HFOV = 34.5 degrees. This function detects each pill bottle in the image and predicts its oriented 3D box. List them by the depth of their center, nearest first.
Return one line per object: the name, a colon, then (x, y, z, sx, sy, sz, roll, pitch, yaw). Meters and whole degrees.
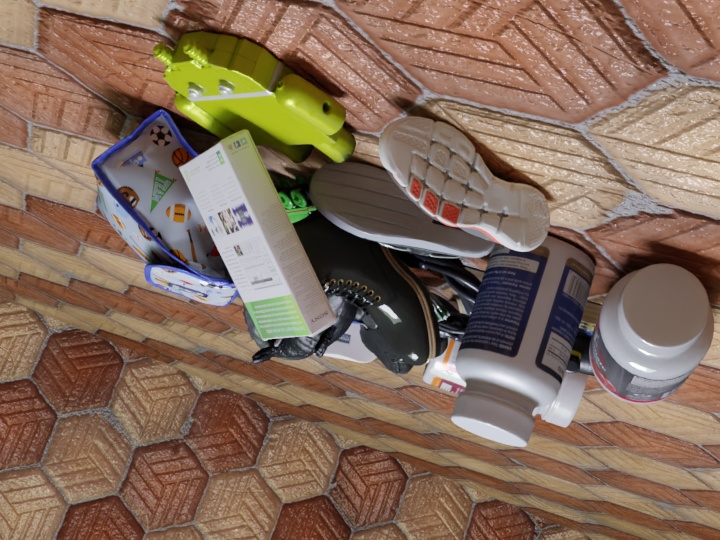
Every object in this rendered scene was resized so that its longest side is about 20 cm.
pill bottle: (0.291, 0.062, 1.160, 0.110, 0.112, 0.200, 17, 165, 11)
pill bottle: (0.162, 0.071, 1.187, 0.110, 0.202, 0.111, 19, 165, 5)
pill bottle: (0.190, 0.125, 1.517, 0.198, 0.115, 0.114, 20, 166, 2)

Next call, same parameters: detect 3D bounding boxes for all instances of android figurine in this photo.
android figurine: (-0.098, -0.155, 1.052, 0.181, 0.041, 0.199, 6, 162, 44)

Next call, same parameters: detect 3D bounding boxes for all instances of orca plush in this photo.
orca plush: (-0.061, 0.069, 1.352, 0.105, 0.072, 0.199, 34, 130, -30)

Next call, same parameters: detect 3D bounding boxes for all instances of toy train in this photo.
toy train: (-0.093, -0.071, 1.313, 0.199, 0.042, 0.057, -1, 126, 56)

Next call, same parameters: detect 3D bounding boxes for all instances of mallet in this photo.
mallet: (0.248, 0.102, 1.296, 0.065, 0.042, 0.200, 17, -176, 4)

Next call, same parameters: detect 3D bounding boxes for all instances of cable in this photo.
cable: (0.101, 0.026, 1.341, 0.199, 0.051, 0.164, 32, 153, 26)

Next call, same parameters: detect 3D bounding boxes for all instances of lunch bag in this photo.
lunch bag: (-0.201, -0.048, 1.280, 0.200, 0.124, 0.170, 49, 166, -1)

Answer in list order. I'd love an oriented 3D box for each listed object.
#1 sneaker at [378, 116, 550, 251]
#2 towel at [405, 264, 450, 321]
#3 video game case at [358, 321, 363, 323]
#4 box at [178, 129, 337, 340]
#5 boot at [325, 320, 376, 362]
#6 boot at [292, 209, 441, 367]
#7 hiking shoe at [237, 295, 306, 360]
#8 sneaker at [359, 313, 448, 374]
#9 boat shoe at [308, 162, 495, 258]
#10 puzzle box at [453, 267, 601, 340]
sneaker: (0.081, -0.071, 1.048, 0.199, 0.078, 0.082, 31, 168, -32)
towel: (0.000, 0.000, 1.348, 0.200, 0.031, 0.149, 46, 155, -11)
video game case: (0.032, 0.073, 1.682, 0.180, 0.046, 0.199, 26, 164, -24)
box: (-0.103, -0.029, 1.137, 0.144, 0.036, 0.202, -10, 106, 65)
boot: (-0.068, 0.081, 1.601, 0.199, 0.074, 0.090, 26, 168, -41)
boot: (-0.009, 0.026, 1.195, 0.077, 0.138, 0.201, -34, 85, 42)
hiking shoe: (-0.094, 0.040, 1.419, 0.100, 0.076, 0.201, -3, 136, 34)
sneaker: (0.057, 0.092, 1.497, 0.199, 0.060, 0.105, 28, 148, 50)
boat shoe: (0.039, -0.048, 1.180, 0.198, 0.073, 0.071, 20, 161, -6)
puzzle box: (0.211, 0.052, 1.402, 0.198, 0.026, 0.133, 16, 165, 16)
